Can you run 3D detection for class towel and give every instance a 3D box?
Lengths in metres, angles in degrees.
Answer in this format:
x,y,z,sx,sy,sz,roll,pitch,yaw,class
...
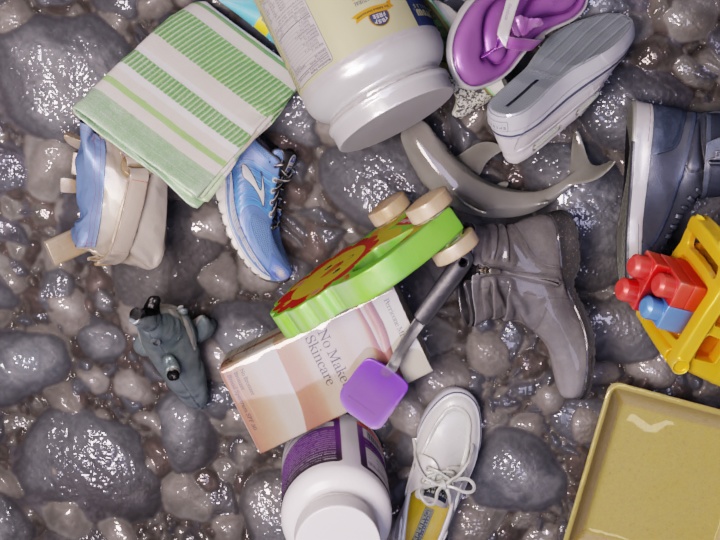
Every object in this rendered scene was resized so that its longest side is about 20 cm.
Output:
x,y,z,sx,sy,sz,roll,pitch,yaw,class
-0.159,-0.168,1.263,0.152,0.023,0.201,37,55,0,towel

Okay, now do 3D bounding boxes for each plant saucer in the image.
x,y,z,sx,sy,sz,roll,pitch,yaw,class
0.328,0.232,1.389,0.197,0.048,0.203,15,98,-3,plant saucer

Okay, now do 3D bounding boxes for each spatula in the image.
x,y,z,sx,sy,sz,roll,pitch,yaw,class
0.050,0.063,1.282,0.056,0.021,0.201,33,93,-7,spatula

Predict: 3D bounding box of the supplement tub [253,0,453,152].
x,y,z,sx,sy,sz,roll,pitch,yaw,class
-0.010,-0.229,1.222,0.144,0.145,0.202,-27,84,4,supplement tub

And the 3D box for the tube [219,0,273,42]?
x,y,z,sx,sy,sz,roll,pitch,yaw,class
-0.048,-0.234,1.313,0.200,0.050,0.078,44,82,-2,tube

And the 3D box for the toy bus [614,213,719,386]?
x,y,z,sx,sy,sz,roll,pitch,yaw,class
0.354,0.009,1.272,0.190,0.136,0.202,17,117,-20,toy bus

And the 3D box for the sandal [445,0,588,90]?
x,y,z,sx,sy,sz,roll,pitch,yaw,class
0.157,-0.247,1.258,0.202,0.050,0.083,-40,109,-29,sandal

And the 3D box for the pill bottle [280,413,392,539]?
x,y,z,sx,sy,sz,roll,pitch,yaw,class
-0.025,0.229,1.305,0.110,0.200,0.113,-1,106,-2,pill bottle

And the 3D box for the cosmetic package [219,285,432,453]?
x,y,z,sx,sy,sz,roll,pitch,yaw,class
-0.034,0.094,1.344,0.198,0.087,0.104,-27,98,4,cosmetic package

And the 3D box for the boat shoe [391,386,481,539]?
x,y,z,sx,sy,sz,roll,pitch,yaw,class
0.078,0.226,1.367,0.074,0.086,0.204,19,99,-3,boat shoe

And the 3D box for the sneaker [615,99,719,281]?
x,y,z,sx,sy,sz,roll,pitch,yaw,class
0.337,-0.064,1.324,0.144,0.077,0.206,5,98,2,sneaker

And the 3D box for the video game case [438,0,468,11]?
x,y,z,sx,sy,sz,roll,pitch,yaw,class
0.032,-0.320,1.202,0.019,0.199,0.144,-31,74,25,video game case

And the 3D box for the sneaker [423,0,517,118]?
x,y,z,sx,sy,sz,roll,pitch,yaw,class
0.068,-0.233,1.303,0.088,0.077,0.201,-39,93,21,sneaker

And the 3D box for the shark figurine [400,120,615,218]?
x,y,z,sx,sy,sz,roll,pitch,yaw,class
0.140,-0.079,1.314,0.211,0.090,0.130,7,108,-3,shark figurine

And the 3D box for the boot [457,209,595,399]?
x,y,z,sx,sy,sz,roll,pitch,yaw,class
0.162,0.043,1.328,0.130,0.070,0.203,-11,92,-19,boot

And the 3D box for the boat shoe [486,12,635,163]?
x,y,z,sx,sy,sz,roll,pitch,yaw,class
0.198,-0.182,1.295,0.199,0.073,0.067,-37,135,-22,boat shoe

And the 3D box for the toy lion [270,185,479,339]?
x,y,z,sx,sy,sz,roll,pitch,yaw,class
0.000,0.000,1.279,0.191,0.200,0.069,-37,100,-13,toy lion

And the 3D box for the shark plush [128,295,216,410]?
x,y,z,sx,sy,sz,roll,pitch,yaw,class
-0.183,0.074,1.300,0.090,0.201,0.084,-11,67,-9,shark plush

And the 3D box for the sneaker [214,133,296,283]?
x,y,z,sx,sy,sz,roll,pitch,yaw,class
-0.102,-0.085,1.319,0.088,0.079,0.203,-17,99,5,sneaker

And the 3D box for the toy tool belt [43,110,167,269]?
x,y,z,sx,sy,sz,roll,pitch,yaw,class
-0.252,-0.103,1.294,0.121,0.125,0.203,2,99,-9,toy tool belt
